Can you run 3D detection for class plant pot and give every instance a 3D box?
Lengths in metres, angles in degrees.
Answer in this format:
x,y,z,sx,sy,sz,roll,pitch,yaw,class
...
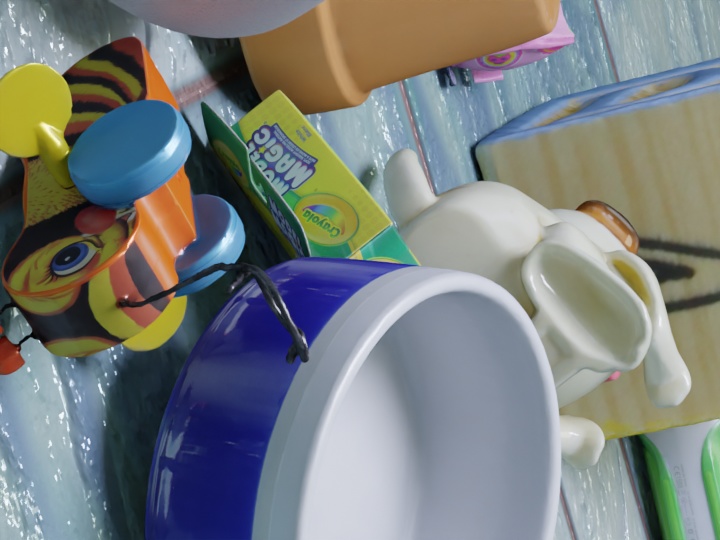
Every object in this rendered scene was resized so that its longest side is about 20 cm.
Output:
x,y,z,sx,sy,sz,roll,pitch,yaw,class
0.021,-0.177,1.245,0.200,0.140,0.201,-2,90,-78,plant pot

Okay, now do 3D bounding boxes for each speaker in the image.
x,y,z,sx,sy,sz,roll,pitch,yaw,class
0.247,0.176,1.772,0.088,0.088,0.201,-7,84,-70,speaker

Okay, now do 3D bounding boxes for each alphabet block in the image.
x,y,z,sx,sy,sz,roll,pitch,yaw,class
0.207,-0.020,1.626,0.195,0.196,0.201,-34,110,-67,alphabet block

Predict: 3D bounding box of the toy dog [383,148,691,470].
x,y,z,sx,sy,sz,roll,pitch,yaw,class
0.089,0.022,1.413,0.194,0.140,0.200,43,16,15,toy dog

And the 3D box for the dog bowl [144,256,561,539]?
x,y,z,sx,sy,sz,roll,pitch,yaw,class
0.001,0.095,1.069,0.200,0.079,0.201,-17,111,-54,dog bowl

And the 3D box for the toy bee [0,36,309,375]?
x,y,z,sx,sy,sz,roll,pitch,yaw,class
-0.103,-0.016,0.959,0.131,0.109,0.200,62,-1,-15,toy bee

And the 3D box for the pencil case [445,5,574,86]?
x,y,z,sx,sy,sz,roll,pitch,yaw,class
0.071,-0.216,1.550,0.087,0.087,0.201,-11,89,-70,pencil case

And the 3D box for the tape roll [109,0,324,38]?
x,y,z,sx,sy,sz,roll,pitch,yaw,class
-0.039,-0.212,1.048,0.202,0.139,0.203,14,66,-35,tape roll

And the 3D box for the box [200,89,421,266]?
x,y,z,sx,sy,sz,roll,pitch,yaw,class
0.000,0.000,1.202,0.117,0.048,0.200,51,0,42,box
